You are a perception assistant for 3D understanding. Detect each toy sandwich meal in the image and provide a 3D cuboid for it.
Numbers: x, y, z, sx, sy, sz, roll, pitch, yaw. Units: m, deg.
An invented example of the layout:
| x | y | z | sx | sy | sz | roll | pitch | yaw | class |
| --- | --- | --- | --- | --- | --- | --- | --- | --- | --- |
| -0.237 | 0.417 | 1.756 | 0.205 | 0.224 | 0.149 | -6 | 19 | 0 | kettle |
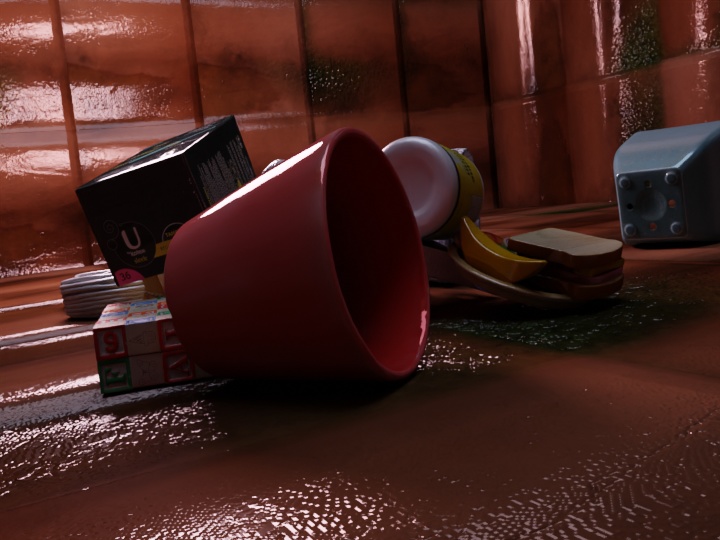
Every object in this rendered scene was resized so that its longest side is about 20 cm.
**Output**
| x | y | z | sx | sy | sz | roll | pitch | yaw | class |
| --- | --- | --- | --- | --- | --- | --- | --- | --- | --- |
| 0.196 | -0.019 | 0.868 | 0.199 | 0.072 | 0.206 | 10 | 20 | -4 | toy sandwich meal |

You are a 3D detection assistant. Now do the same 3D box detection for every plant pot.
| x | y | z | sx | sy | sz | roll | pitch | yaw | class |
| --- | --- | --- | --- | --- | --- | --- | --- | --- | --- |
| -0.056 | 0.005 | 0.644 | 0.173 | 0.206 | 0.200 | -14 | 2 | 24 | plant pot |
| 0.544 | -0.139 | 1.343 | 0.192 | 0.202 | 0.198 | 0 | 16 | 43 | plant pot |

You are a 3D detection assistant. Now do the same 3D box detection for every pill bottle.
| x | y | z | sx | sy | sz | roll | pitch | yaw | class |
| --- | --- | --- | --- | --- | --- | --- | --- | --- | --- |
| 0.090 | -0.095 | 0.933 | 0.109 | 0.116 | 0.199 | -4 | 0 | 22 | pill bottle |

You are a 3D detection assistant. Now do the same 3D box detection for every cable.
| x | y | z | sx | sy | sz | roll | pitch | yaw | class |
| --- | --- | --- | --- | --- | --- | --- | --- | --- | --- |
| -0.405 | 0.032 | 1.296 | 0.195 | 0.071 | 0.199 | -11 | 7 | -27 | cable |

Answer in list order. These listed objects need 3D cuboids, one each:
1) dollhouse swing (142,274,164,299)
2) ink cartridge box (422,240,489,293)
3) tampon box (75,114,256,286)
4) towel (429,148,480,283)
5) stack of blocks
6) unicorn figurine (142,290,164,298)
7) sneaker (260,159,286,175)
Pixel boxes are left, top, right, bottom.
| x | y | z | sx | sy | sz | roll | pitch | yaw | class |
| --- | --- | --- | --- | --- | --- | --- | --- | --- | --- |
| -0.211 | 0.046 | 1.112 | 0.195 | 0.178 | 0.183 | -9 | 48 | -30 | dollhouse swing |
| 0.059 | -0.032 | 0.997 | 0.196 | 0.048 | 0.197 | 12 | 10 | -33 | ink cartridge box |
| -0.225 | -0.091 | 0.952 | 0.146 | 0.129 | 0.201 | -15 | 19 | 15 | tampon box |
| 0.096 | -0.080 | 1.171 | 0.163 | 0.206 | 0.084 | 2 | 9 | 44 | towel |
| -0.203 | 0.066 | 0.775 | 0.112 | 0.060 | 0.200 | -8 | 6 | -15 | stack of blocks |
| -0.167 | 0.002 | 0.952 | 0.134 | 0.075 | 0.201 | -22 | 15 | 9 | unicorn figurine |
| -0.066 | -0.119 | 1.076 | 0.129 | 0.079 | 0.201 | -44 | -26 | -17 | sneaker |
